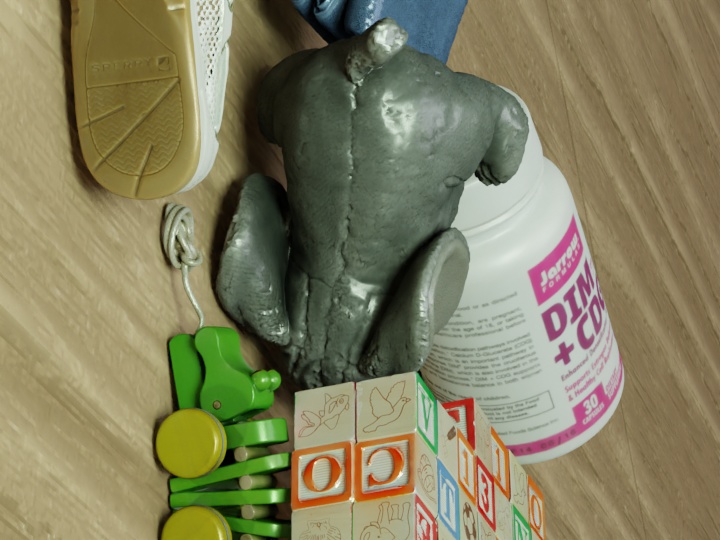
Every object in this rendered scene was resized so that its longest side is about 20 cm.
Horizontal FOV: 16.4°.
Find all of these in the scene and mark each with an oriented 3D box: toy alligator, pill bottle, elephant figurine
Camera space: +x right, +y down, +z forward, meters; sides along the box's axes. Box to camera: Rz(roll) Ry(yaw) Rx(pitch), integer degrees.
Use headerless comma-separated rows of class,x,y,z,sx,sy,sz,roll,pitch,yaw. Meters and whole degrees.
toy alligator,-0.054,0.068,1.093,0.059,0.054,0.201,11,75,-71
pill bottle,0.072,0.002,1.386,0.114,0.113,0.201,-75,152,-45
elephant figurine,0.000,0.000,1.181,0.155,0.141,0.201,20,81,-38

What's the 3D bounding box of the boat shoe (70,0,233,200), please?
boat shoe,-0.087,-0.131,1.037,0.069,0.070,0.201,-10,101,-75

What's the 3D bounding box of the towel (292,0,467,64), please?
towel,0.033,-0.193,1.248,0.112,0.048,0.201,40,66,-60

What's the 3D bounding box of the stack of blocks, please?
stack of blocks,0.031,0.120,1.148,0.200,0.058,0.116,53,31,-54
